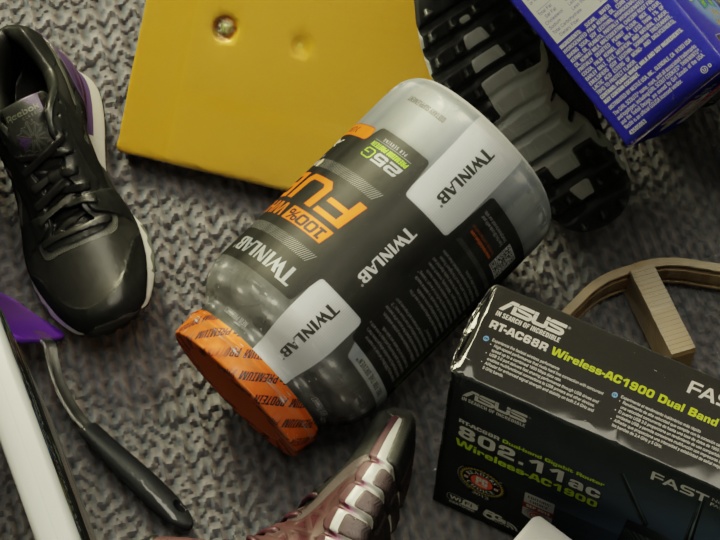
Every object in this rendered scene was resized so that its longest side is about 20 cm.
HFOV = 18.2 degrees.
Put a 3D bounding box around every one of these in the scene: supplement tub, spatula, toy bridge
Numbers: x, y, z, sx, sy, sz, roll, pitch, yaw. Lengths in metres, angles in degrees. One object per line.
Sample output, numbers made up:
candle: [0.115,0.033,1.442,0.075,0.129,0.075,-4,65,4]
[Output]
supplement tub: [0.000,0.000,1.246,0.122,0.123,0.200,40,77,21]
spatula: [-0.159,0.073,1.257,0.021,0.056,0.200,-48,72,18]
toy bridge: [0.174,0.027,1.307,0.199,0.027,0.067,-16,58,-13]

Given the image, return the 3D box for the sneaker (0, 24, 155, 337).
sneaker: [-0.181,-0.054,1.297,0.076,0.088,0.200,-26,57,5]

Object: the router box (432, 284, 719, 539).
router box: [0.141,0.104,1.181,0.199,0.150,0.062,23,59,12]

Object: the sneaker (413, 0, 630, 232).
sneaker: [0.085,-0.114,1.294,0.066,0.200,0.091,-31,32,12]

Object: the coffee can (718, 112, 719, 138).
coffee can: [0.324,-0.129,1.345,0.146,0.147,0.200,30,61,16]

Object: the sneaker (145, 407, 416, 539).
sneaker: [-0.051,0.143,1.194,0.115,0.076,0.200,20,59,13]

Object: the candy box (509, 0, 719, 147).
candy box: [0.123,-0.170,1.233,0.077,0.169,0.200,-39,85,16]

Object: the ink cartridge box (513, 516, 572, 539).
ink cartridge box: [0.118,0.245,1.128,0.200,0.084,0.146,36,62,18]

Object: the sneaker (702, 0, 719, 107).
sneaker: [0.181,-0.163,1.394,0.071,0.098,0.201,8,24,-27]

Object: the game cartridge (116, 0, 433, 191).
game cartridge: [-0.032,-0.134,1.340,0.199,0.032,0.177,14,99,5]

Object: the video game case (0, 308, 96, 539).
video game case: [-0.156,0.118,1.139,0.023,0.182,0.200,-21,60,-7]
